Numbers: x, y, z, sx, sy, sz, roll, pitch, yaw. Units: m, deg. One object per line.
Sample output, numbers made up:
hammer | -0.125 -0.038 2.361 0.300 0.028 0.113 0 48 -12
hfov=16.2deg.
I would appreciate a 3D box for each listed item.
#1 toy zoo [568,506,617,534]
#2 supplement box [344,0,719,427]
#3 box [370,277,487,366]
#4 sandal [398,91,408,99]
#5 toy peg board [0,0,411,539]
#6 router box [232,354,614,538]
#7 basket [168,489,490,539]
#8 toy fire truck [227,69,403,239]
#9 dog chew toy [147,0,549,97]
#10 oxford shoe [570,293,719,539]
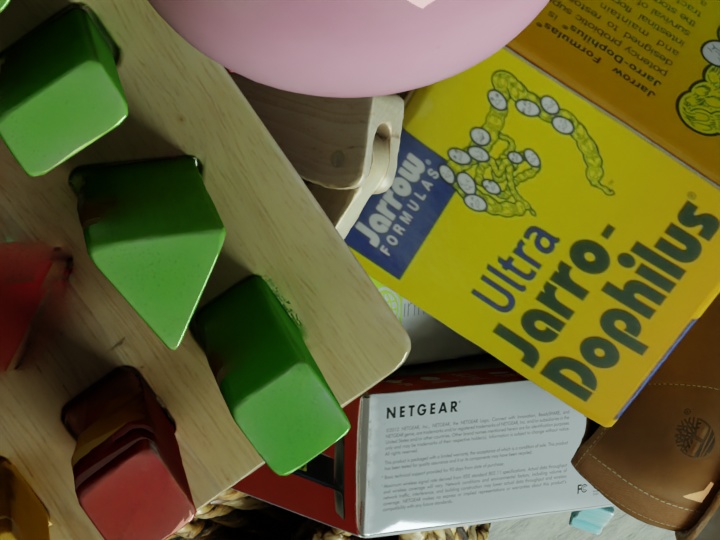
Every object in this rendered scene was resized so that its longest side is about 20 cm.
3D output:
toy zoo | 0.124 0.017 1.066 0.131 0.020 0.201 -73 -179 -77
supplement box | 0.089 -0.070 0.801 0.200 0.109 0.109 -56 178 -43
box | 0.000 0.000 0.904 0.199 0.121 0.048 -5 101 -45
sandal | 0.074 -0.066 0.968 0.200 0.080 0.054 12 108 -57
toy peg board | -0.114 0.008 0.632 0.199 0.200 0.098 -35 -164 0
router box | 0.031 0.047 0.934 0.199 0.179 0.049 -4 99 -35
basket | -0.060 0.135 1.072 0.200 0.143 0.149 -42 158 15
toy fire truck | -0.034 -0.052 0.725 0.200 0.141 0.049 -44 157 22
dog chew toy | -0.006 -0.143 0.591 0.124 0.124 0.201 -24 129 -26
oxford shoe | 0.113 0.002 0.858 0.201 0.071 0.071 -71 -173 -46
